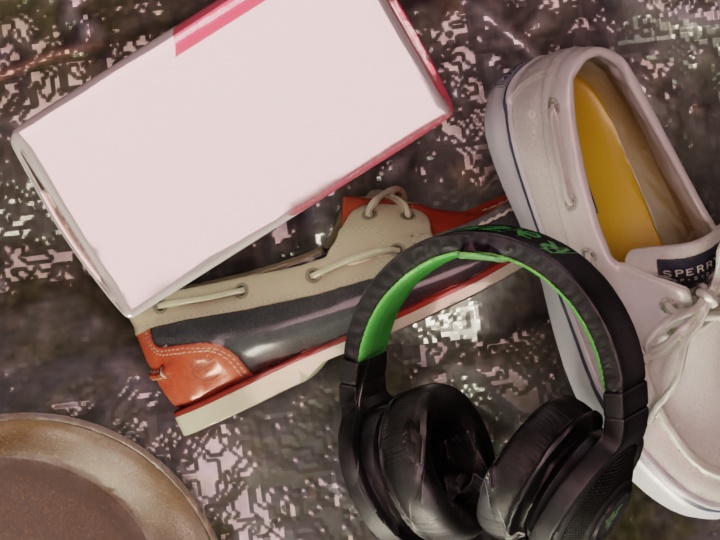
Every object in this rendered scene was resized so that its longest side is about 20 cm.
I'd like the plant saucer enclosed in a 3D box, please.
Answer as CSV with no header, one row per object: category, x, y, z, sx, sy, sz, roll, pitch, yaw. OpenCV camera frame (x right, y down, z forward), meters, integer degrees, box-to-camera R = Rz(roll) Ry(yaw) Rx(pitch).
plant saucer,-0.145,0.158,1.024,0.200,0.032,0.201,-1,92,-30

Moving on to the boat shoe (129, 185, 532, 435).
boat shoe,0.000,0.000,1.044,0.199,0.071,0.063,-26,89,3

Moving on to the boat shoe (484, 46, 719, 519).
boat shoe,0.123,0.002,0.986,0.074,0.086,0.203,-22,92,-28

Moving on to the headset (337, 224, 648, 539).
headset,0.045,0.085,0.967,0.123,0.094,0.201,5,103,29

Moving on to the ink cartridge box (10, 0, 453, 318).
ink cartridge box,-0.050,-0.057,0.973,0.145,0.200,0.085,-32,96,-1
